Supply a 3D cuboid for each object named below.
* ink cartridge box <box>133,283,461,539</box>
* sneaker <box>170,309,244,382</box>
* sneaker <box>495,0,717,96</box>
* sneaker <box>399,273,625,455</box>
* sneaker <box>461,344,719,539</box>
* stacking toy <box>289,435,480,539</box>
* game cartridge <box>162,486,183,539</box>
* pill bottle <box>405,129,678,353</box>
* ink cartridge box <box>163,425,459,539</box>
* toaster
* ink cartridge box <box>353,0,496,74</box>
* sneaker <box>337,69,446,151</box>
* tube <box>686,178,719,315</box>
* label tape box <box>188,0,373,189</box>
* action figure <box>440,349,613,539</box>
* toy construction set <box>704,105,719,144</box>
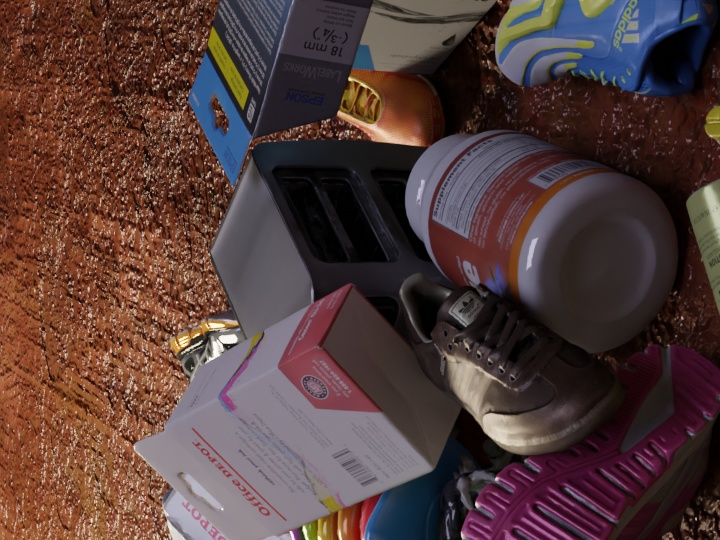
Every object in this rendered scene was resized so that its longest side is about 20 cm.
[{"bbox_3d":[-0.046,0.102,1.167,0.199,0.117,0.068,-28,23,39],"label":"ink cartridge box"},{"bbox_3d":[-0.118,0.077,1.674,0.200,0.078,0.078,-30,76,65],"label":"sneaker"},{"bbox_3d":[0.151,-0.141,1.091,0.200,0.075,0.106,-43,52,56],"label":"sneaker"},{"bbox_3d":[0.076,0.050,1.035,0.076,0.070,0.200,53,165,-21],"label":"sneaker"},{"bbox_3d":[0.140,0.138,1.019,0.081,0.199,0.089,40,162,38],"label":"sneaker"},{"bbox_3d":[-0.011,0.177,1.247,0.199,0.116,0.110,-2,44,42],"label":"stacking toy"},{"bbox_3d":[-0.090,0.275,1.502,0.200,0.041,0.133,41,164,20],"label":"game cartridge"},{"bbox_3d":[0.108,-0.027,1.139,0.200,0.111,0.113,-147,61,-61],"label":"pill bottle"},{"bbox_3d":[-0.042,0.154,1.361,0.145,0.087,0.201,42,110,24],"label":"ink cartridge box"},{"bbox_3d":[0.000,0.000,1.291,0.201,0.179,0.119,63,141,40],"label":"toaster"},{"bbox_3d":[0.040,-0.222,1.279,0.200,0.115,0.067,135,131,-57],"label":"ink cartridge box"},{"bbox_3d":[-0.002,-0.137,1.406,0.200,0.077,0.074,36,122,48],"label":"sneaker"},{"bbox_3d":[0.229,0.046,0.960,0.058,0.051,0.202,41,-147,-69],"label":"tube"},{"bbox_3d":[-0.054,-0.176,1.256,0.145,0.063,0.202,-120,42,-53],"label":"label tape box"},{"bbox_3d":[0.107,0.141,1.143,0.102,0.118,0.202,-165,82,-69],"label":"action figure"},{"bbox_3d":[0.252,-0.012,0.857,0.130,0.092,0.202,-26,72,35],"label":"toy construction set"}]
